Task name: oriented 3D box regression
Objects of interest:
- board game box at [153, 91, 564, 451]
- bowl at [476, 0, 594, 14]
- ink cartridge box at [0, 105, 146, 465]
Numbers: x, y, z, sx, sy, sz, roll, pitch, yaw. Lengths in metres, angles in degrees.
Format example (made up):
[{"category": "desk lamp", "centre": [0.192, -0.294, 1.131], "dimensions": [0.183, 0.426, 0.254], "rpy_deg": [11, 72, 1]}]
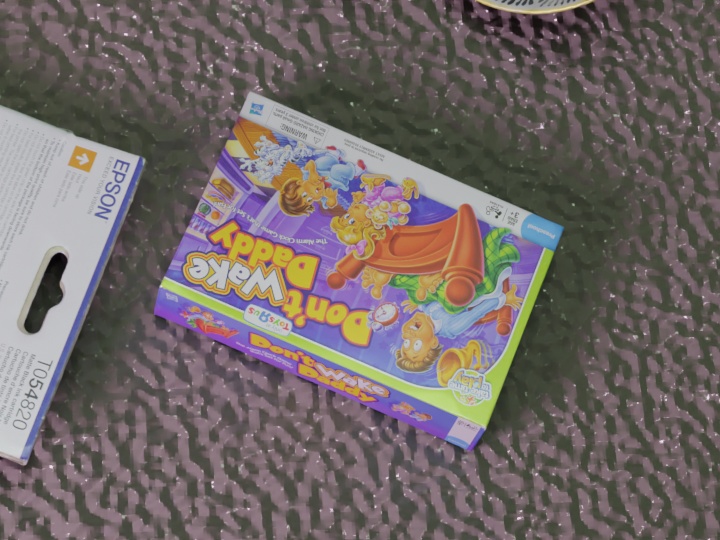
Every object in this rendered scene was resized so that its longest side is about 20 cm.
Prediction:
[{"category": "board game box", "centre": [0.000, 0.000, 1.337], "dimensions": [0.199, 0.045, 0.135], "rpy_deg": [23, 67, 0]}, {"category": "bowl", "centre": [0.126, -0.256, 1.415], "dimensions": [0.201, 0.201, 0.094], "rpy_deg": [55, 26, 13]}, {"category": "ink cartridge box", "centre": [-0.244, -0.007, 1.301], "dimensions": [0.199, 0.041, 0.201], "rpy_deg": [21, 67, -1]}]
